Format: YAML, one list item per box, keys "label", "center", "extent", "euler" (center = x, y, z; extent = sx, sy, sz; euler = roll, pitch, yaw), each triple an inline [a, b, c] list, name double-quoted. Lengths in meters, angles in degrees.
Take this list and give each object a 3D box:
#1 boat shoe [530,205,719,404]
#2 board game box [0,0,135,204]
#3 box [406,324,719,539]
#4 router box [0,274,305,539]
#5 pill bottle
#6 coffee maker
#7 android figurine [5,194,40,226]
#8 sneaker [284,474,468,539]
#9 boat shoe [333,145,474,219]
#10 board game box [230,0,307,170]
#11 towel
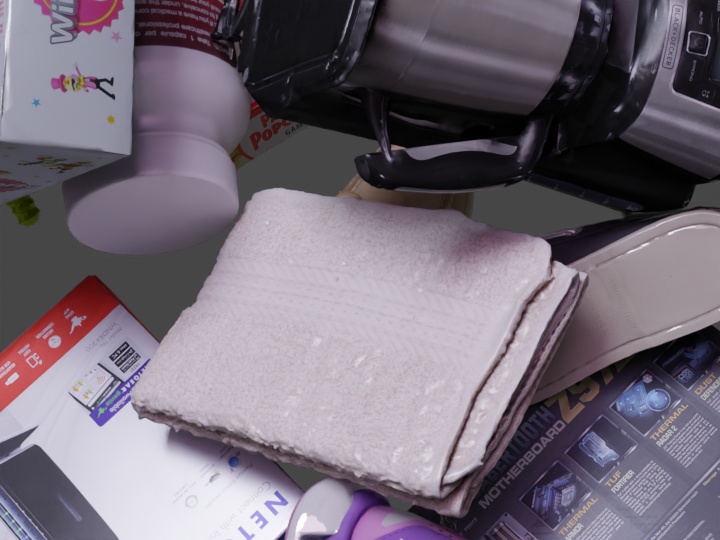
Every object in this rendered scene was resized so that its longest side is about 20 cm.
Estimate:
- label: "boat shoe"
  center: [0.093, 0.018, 0.727]
  extent: [0.199, 0.063, 0.073]
  euler: [-18, 95, 19]
- label: "board game box"
  center: [-0.177, -0.109, 0.716]
  extent: [0.064, 0.200, 0.148]
  euler: [6, 80, -34]
- label: "box"
  center: [0.125, 0.121, 0.709]
  extent: [0.200, 0.051, 0.158]
  euler: [-44, 63, -12]
- label: "router box"
  center: [-0.147, 0.130, 0.755]
  extent: [0.200, 0.049, 0.179]
  euler: [-43, 65, -12]
- label: "pill bottle"
  center: [-0.118, -0.116, 0.784]
  extent: [0.112, 0.113, 0.201]
  euler: [-12, 66, 4]
- label: "coffee maker"
  center: [0.059, -0.110, 0.681]
  extent: [0.199, 0.135, 0.192]
  euler: [13, 18, -23]
- label: "android figurine"
  center: [-0.219, -0.121, 0.837]
  extent: [0.182, 0.041, 0.201]
  euler: [-38, 105, -33]
- label: "sneaker"
  center: [0.006, 0.192, 0.652]
  extent: [0.088, 0.080, 0.201]
  euler: [7, 86, 22]
- label: "boat shoe"
  center: [0.000, 0.000, 0.782]
  extent: [0.073, 0.069, 0.201]
  euler: [20, 69, 19]
- label: "board game box"
  center: [-0.035, -0.165, 0.884]
  extent: [0.199, 0.046, 0.152]
  euler: [-32, 63, -6]
- label: "towel"
  center: [-0.006, 0.029, 0.686]
  extent: [0.199, 0.035, 0.133]
  euler: [10, 58, 38]
